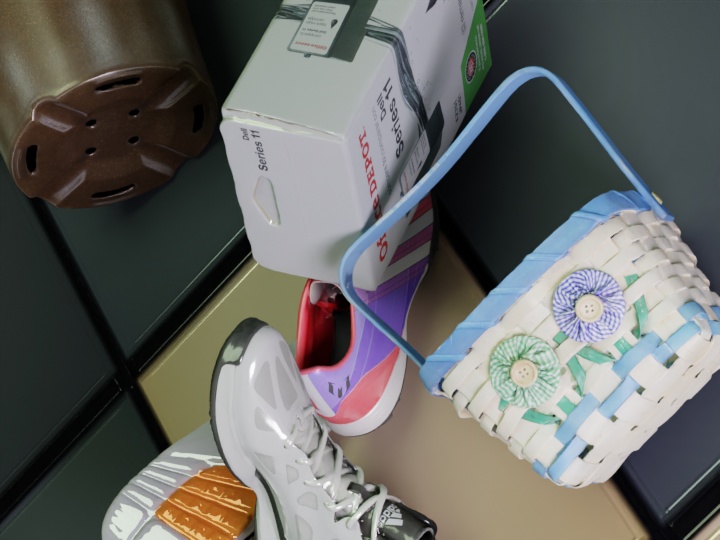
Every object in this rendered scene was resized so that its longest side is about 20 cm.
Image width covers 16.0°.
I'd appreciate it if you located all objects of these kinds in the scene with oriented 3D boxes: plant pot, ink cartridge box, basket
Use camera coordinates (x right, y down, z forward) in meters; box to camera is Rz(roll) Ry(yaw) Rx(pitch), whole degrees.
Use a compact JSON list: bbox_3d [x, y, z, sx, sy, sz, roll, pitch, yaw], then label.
[{"bbox_3d":[-0.198,-0.164,1.779,0.200,0.200,0.199,-38,58,21],"label":"plant pot"},{"bbox_3d":[0.001,-0.110,1.545,0.083,0.147,0.200,14,55,20],"label":"ink cartridge box"},{"bbox_3d":[0.104,0.008,1.443,0.176,0.139,0.200,-48,66,14],"label":"basket"}]

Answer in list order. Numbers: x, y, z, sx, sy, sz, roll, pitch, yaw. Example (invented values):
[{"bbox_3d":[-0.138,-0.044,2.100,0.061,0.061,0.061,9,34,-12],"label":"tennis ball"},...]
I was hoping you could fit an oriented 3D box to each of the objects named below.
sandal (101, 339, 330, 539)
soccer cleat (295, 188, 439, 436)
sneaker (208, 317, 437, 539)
[{"bbox_3d":[-0.068,0.126,1.615,0.207,0.059,0.079,-42,62,-9],"label":"sandal"},{"bbox_3d":[0.000,0.000,1.586,0.068,0.073,0.201,-7,58,31],"label":"soccer cleat"},{"bbox_3d":[-0.012,0.116,1.497,0.115,0.201,0.076,7,39,30],"label":"sneaker"}]
